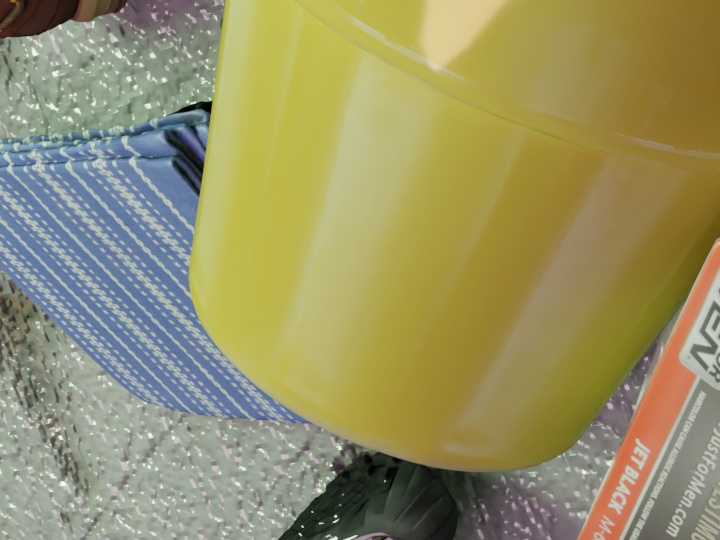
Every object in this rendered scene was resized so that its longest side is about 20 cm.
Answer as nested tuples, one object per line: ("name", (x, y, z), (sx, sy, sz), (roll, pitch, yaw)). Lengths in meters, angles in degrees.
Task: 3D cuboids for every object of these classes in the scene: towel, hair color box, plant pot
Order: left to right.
("towel", (-0.067, 0.001, 0.976), (0.145, 0.024, 0.200), (48, 156, -24))
("plant pot", (0.039, -0.055, 0.795), (0.201, 0.201, 0.189), (33, 118, 19))
("hair color box", (0.149, 0.011, 0.765), (0.064, 0.200, 0.111), (34, 128, 18))

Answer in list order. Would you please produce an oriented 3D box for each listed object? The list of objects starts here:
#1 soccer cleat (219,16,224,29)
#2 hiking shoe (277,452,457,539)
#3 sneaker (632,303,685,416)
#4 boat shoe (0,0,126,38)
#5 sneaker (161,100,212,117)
("soccer cleat", (-0.033, -0.164, 0.912), (0.086, 0.070, 0.200), (-25, 94, 19))
("hiking shoe", (-0.002, 0.142, 1.039), (0.101, 0.076, 0.200), (42, 140, 1))
("sneaker", (0.114, 0.071, 0.896), (0.075, 0.088, 0.200), (13, 119, 30))
("boat shoe", (-0.118, -0.132, 0.921), (0.072, 0.068, 0.200), (59, 165, 18))
("sneaker", (0.000, 0.000, 0.956), (0.200, 0.070, 0.090), (13, 116, 29))
